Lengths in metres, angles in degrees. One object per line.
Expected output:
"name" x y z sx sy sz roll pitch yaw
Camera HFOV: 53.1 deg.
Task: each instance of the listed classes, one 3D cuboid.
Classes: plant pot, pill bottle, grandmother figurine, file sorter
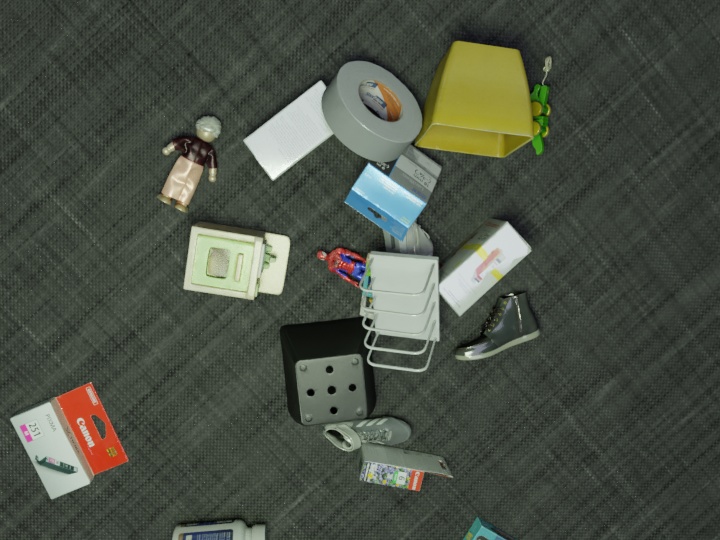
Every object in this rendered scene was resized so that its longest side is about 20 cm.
"plant pot" 0.229 -0.343 1.441 0.198 0.200 0.178 6 86 -6
"plant pot" -0.063 0.221 1.503 0.197 0.177 0.202 -6 98 -4
"pill bottle" -0.305 0.606 1.575 0.198 0.111 0.112 -3 99 -4
"grandmother figurine" -0.346 -0.226 1.473 0.121 0.060 0.201 27 93 -36
"file sorter" 0.077 0.085 1.418 0.137 0.125 0.202 6 126 16

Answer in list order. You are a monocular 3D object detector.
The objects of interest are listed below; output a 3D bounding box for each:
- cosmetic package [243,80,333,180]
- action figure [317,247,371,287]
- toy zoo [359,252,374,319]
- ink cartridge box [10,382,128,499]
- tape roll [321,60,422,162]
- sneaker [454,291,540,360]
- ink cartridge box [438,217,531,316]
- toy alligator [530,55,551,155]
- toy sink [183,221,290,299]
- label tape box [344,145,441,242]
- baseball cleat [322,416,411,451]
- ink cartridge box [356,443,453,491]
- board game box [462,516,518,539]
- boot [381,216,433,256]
"cosmetic package" -0.130 -0.284 1.471 0.199 0.071 0.102 -37 100 1
"action figure" 0.000 0.000 1.537 0.198 0.052 0.066 22 112 -6
"toy zoo" 0.068 0.053 1.513 0.130 0.021 0.201 10 134 5
"ink cartridge box" -0.621 0.365 1.546 0.172 0.044 0.202 -22 100 0
"tape roll" 0.024 -0.314 1.419 0.200 0.201 0.066 37 136 -9
"sneaker" 0.286 0.121 1.575 0.198 0.075 0.107 -20 95 -11
"ink cartridge box" 0.242 -0.013 1.508 0.200 0.145 0.084 -42 98 2
"toy alligator" 0.367 -0.346 1.515 0.054 0.059 0.202 9 101 35
"toy sink" -0.250 -0.017 1.482 0.198 0.112 0.132 10 98 -6
"label tape box" 0.071 -0.174 1.445 0.144 0.201 0.063 34 136 -8
"baseball cleat" 0.014 0.361 1.566 0.198 0.107 0.070 6 112 -1
"ink cartridge box" 0.094 0.435 1.582 0.198 0.109 0.051 12 98 -7
"board game box" 0.284 0.698 1.671 0.150 0.047 0.201 30 95 -9
"boot" 0.103 -0.082 1.532 0.095 0.073 0.202 2 85 -36
